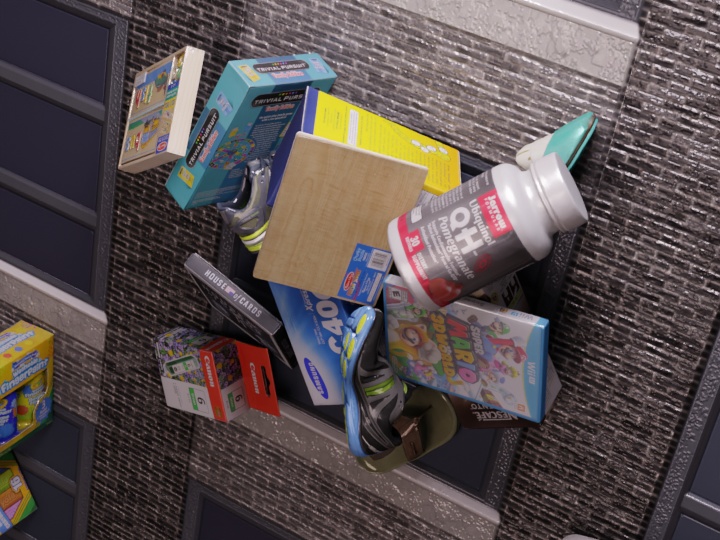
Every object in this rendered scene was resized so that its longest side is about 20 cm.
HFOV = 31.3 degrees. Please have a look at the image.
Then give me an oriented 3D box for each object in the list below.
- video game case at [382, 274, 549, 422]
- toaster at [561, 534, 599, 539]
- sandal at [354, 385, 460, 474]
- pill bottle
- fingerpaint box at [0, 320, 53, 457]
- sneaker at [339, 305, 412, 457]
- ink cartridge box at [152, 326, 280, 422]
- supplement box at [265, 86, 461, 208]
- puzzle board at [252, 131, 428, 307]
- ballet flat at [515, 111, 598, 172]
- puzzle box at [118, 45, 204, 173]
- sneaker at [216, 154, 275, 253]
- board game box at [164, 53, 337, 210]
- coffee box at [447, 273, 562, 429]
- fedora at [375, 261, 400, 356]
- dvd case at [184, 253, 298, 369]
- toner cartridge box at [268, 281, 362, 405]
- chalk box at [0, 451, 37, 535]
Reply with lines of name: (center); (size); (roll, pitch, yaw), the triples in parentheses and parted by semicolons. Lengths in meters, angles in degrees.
video game case: (0.119, 0.089, 1.470); (0.199, 0.018, 0.144); (16, 130, 24)
toaster: (0.290, 0.424, 1.548); (0.198, 0.181, 0.120); (11, 113, 27)
sandal: (0.058, 0.218, 1.674); (0.080, 0.057, 0.201); (48, 127, 4)
pill bottle: (0.137, -0.046, 1.374); (0.199, 0.111, 0.111); (-27, 96, 17)
fingerpaint box: (-0.559, 0.197, 1.964); (0.073, 0.200, 0.168); (20, 119, 22)
sneaker: (0.019, 0.129, 1.518); (0.082, 0.071, 0.201); (-6, 117, -5)
ink cartridge box: (-0.202, 0.149, 1.789); (0.199, 0.050, 0.110); (9, 116, 43)
supplement box: (0.005, -0.108, 1.479); (0.199, 0.110, 0.109); (22, 124, -13)
puzzle board: (-0.025, -0.054, 1.442); (0.149, 0.017, 0.201); (14, 126, -10)
ballet flat: (0.198, -0.098, 1.438); (0.070, 0.067, 0.201); (27, 124, 10)
puzzle box: (-0.253, -0.197, 1.613); (0.200, 0.025, 0.134); (-6, 73, 62)
sneaker: (-0.094, -0.117, 1.561); (0.081, 0.074, 0.200); (38, 90, -31)
board game box: (-0.134, -0.170, 1.563); (0.047, 0.150, 0.201); (50, 128, 21)
coffee box: (0.147, 0.085, 1.520); (0.112, 0.080, 0.201); (-8, 119, 36)
fedora: (0.000, 0.000, 1.593); (0.200, 0.090, 0.177); (42, 128, 1)
dvd case: (-0.150, 0.056, 1.674); (0.150, 0.025, 0.200); (37, 170, 14)
toner cartridge box: (-0.041, 0.068, 1.568); (0.094, 0.043, 0.201); (-6, 114, 32)
chalk box: (-0.660, 0.395, 2.114); (0.124, 0.200, 0.125); (-14, 103, 36)
